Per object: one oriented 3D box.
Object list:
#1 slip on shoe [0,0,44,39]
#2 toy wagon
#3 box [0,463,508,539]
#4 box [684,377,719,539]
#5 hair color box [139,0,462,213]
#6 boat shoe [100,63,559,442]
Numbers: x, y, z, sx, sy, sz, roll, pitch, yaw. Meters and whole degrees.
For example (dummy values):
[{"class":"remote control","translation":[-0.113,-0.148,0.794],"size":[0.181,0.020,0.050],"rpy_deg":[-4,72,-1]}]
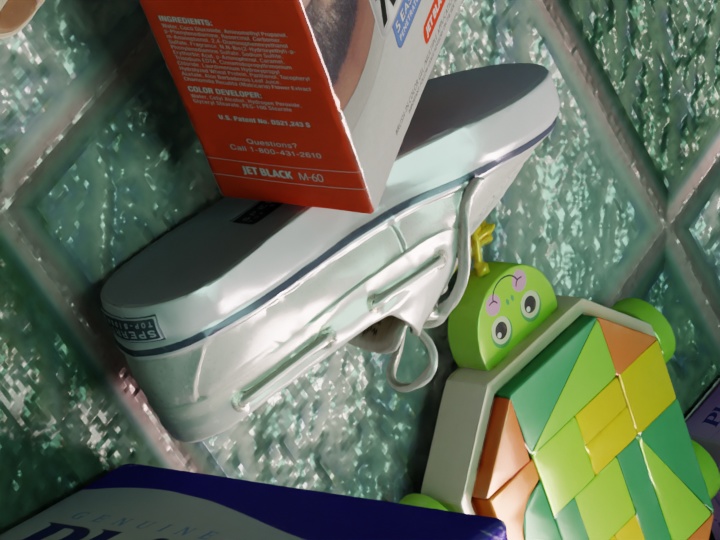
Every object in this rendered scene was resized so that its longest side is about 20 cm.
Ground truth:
[{"class":"slip on shoe","translation":[-0.101,-0.136,0.856],"size":[0.200,0.061,0.076],"rpy_deg":[-59,148,-45]},{"class":"toy wagon","translation":[0.075,0.073,1.073],"size":[0.155,0.040,0.200],"rpy_deg":[-40,121,-36]},{"class":"box","translation":[-0.073,0.151,0.830],"size":[0.200,0.184,0.105],"rpy_deg":[-28,112,-41]},{"class":"box","translation":[0.261,0.120,1.153],"size":[0.097,0.200,0.176],"rpy_deg":[-45,123,-33]},{"class":"hair color box","translation":[-0.027,-0.125,0.876],"size":[0.200,0.064,0.111],"rpy_deg":[68,36,-48]},{"class":"boat shoe","translation":[0.003,0.001,0.967],"size":[0.202,0.075,0.086],"rpy_deg":[-36,118,-35]}]
